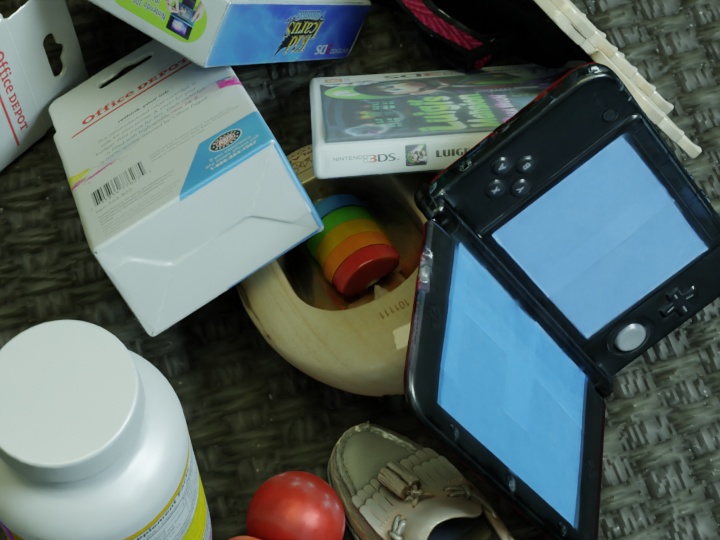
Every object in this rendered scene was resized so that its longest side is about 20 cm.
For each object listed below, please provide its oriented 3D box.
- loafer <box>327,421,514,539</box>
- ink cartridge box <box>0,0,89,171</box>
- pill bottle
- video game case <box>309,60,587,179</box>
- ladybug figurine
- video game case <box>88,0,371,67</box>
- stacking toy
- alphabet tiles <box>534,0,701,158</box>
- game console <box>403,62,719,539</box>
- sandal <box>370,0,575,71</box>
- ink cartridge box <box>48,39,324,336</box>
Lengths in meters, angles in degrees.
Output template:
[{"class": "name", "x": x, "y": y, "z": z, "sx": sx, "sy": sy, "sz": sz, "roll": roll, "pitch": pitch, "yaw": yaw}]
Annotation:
[{"class": "loafer", "x": 0.055, "y": 0.151, "z": 0.853, "sx": 0.072, "sy": 0.063, "sz": 0.200, "roll": -34, "pitch": 65, "yaw": -18}, {"class": "ink cartridge box", "x": -0.264, "y": -0.098, "z": 0.968, "sx": 0.067, "sy": 0.117, "sz": 0.200, "roll": 38, "pitch": 67, "yaw": 23}, {"class": "pill bottle", "x": -0.134, "y": 0.103, "z": 0.805, "sx": 0.103, "sy": 0.201, "sz": 0.105, "roll": -1, "pitch": 60, "yaw": 1}, {"class": "video game case", "x": 0.061, "y": -0.092, "z": 0.941, "sx": 0.180, "sy": 0.024, "sz": 0.200, "roll": -4, "pitch": 17, "yaw": -1}, {"class": "ladybug figurine", "x": 0.000, "y": 0.000, "z": 0.914, "sx": 0.135, "sy": 0.072, "sz": 0.201, "roll": -28, "pitch": 43, "yaw": 0}, {"class": "video game case", "x": -0.112, "y": -0.186, "z": 0.986, "sx": 0.181, "sy": 0.200, "sz": 0.046, "roll": 32, "pitch": 109, "yaw": 16}, {"class": "stacking toy", "x": -0.068, "y": 0.191, "z": 0.833, "sx": 0.085, "sy": 0.086, "sz": 0.201, "roll": 25, "pitch": 57, "yaw": 14}, {"class": "alphabet tiles", "x": 0.127, "y": -0.149, "z": 0.956, "sx": 0.015, "sy": 0.200, "sz": 0.196, "roll": -43, "pitch": 64, "yaw": 12}, {"class": "game console", "x": 0.120, "y": 0.027, "z": 0.829, "sx": 0.172, "sy": 0.200, "sz": 0.119, "roll": -37, "pitch": 44, "yaw": 10}, {"class": "sandal", "x": 0.048, "y": -0.159, "z": 1.018, "sx": 0.199, "sy": 0.075, "sz": 0.045, "roll": 25, "pitch": 74, "yaw": 32}, {"class": "ink cartridge box", "x": -0.107, "y": -0.062, "z": 0.935, "sx": 0.115, "sy": 0.068, "sz": 0.200, "roll": -31, "pitch": 33, "yaw": 0}]
